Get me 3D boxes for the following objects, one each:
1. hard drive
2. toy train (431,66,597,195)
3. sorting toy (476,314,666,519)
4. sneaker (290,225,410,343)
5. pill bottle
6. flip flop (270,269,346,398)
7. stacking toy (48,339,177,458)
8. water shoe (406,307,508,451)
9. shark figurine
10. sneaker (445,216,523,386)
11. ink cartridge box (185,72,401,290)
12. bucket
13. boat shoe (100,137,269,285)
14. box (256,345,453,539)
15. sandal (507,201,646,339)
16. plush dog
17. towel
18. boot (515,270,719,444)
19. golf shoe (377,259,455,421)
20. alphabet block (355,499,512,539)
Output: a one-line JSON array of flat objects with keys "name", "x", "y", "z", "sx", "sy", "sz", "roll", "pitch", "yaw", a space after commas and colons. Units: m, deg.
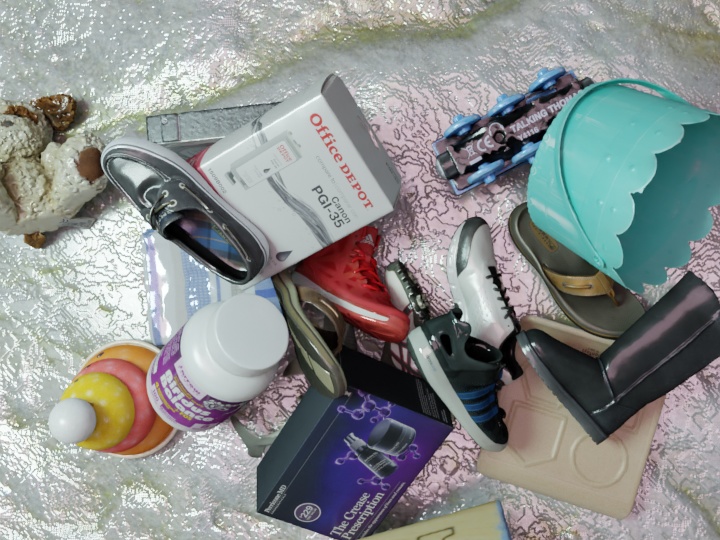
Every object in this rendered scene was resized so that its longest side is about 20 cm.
[{"name": "hard drive", "x": -0.131, "y": -0.160, "z": 1.064, "sx": 0.199, "sy": 0.140, "sz": 0.038, "roll": -6, "pitch": 89, "yaw": 6}, {"name": "toy train", "x": 0.176, "y": -0.156, "z": 1.039, "sx": 0.199, "sy": 0.114, "sz": 0.087, "roll": -28, "pitch": 85, "yaw": 5}, {"name": "sorting toy", "x": 0.248, "y": 0.170, "z": 1.069, "sx": 0.184, "sy": 0.036, "sz": 0.201, "roll": 17, "pitch": 96, "yaw": 7}, {"name": "sneaker", "x": 0.000, "y": 0.000, "z": 1.038, "sx": 0.199, "sy": 0.078, "sz": 0.116, "roll": 24, "pitch": 79, "yaw": 44}, {"name": "pill bottle", "x": -0.156, "y": 0.100, "z": 1.006, "sx": 0.112, "sy": 0.200, "sz": 0.113, "roll": 13, "pitch": 60, "yaw": -24}, {"name": "flip flop", "x": -0.049, "y": 0.054, "z": 0.968, "sx": 0.057, "sy": 0.200, "sz": 0.081, "roll": -17, "pitch": 123, "yaw": -10}, {"name": "stacking toy", "x": -0.295, "y": 0.156, "z": 1.048, "sx": 0.145, "sy": 0.200, "sz": 0.147, "roll": 0, "pitch": 89, "yaw": 6}, {"name": "water shoe", "x": 0.128, "y": 0.123, "z": 0.987, "sx": 0.079, "sy": 0.072, "sz": 0.200, "roll": -34, "pitch": 126, "yaw": 9}, {"name": "shark figurine", "x": -0.048, "y": 0.156, "z": 1.084, "sx": 0.128, "sy": 0.089, "sz": 0.215, "roll": 33, "pitch": 84, "yaw": 39}, {"name": "sneaker", "x": 0.149, "y": 0.038, "z": 1.050, "sx": 0.080, "sy": 0.074, "sz": 0.201, "roll": -1, "pitch": 96, "yaw": 40}, {"name": "ink cartridge box", "x": -0.077, "y": -0.092, "z": 0.969, "sx": 0.199, "sy": 0.083, "sz": 0.147, "roll": -27, "pitch": 109, "yaw": 20}, {"name": "bucket", "x": 0.281, "y": -0.094, "z": 0.960, "sx": 0.135, "sy": 0.207, "sz": 0.208, "roll": 33, "pitch": 93, "yaw": 37}, {"name": "boat shoe", "x": -0.181, "y": -0.054, "z": 0.919, "sx": 0.200, "sy": 0.066, "sz": 0.070, "roll": 41, "pitch": 116, "yaw": -12}, {"name": "box", "x": -0.011, "y": 0.198, "z": 1.018, "sx": 0.141, "sy": 0.079, "sz": 0.201, "roll": 25, "pitch": 115, "yaw": -17}, {"name": "sandal", "x": 0.250, "y": -0.004, "z": 1.047, "sx": 0.082, "sy": 0.055, "sz": 0.200, "roll": -33, "pitch": 81, "yaw": -20}, {"name": "plush dog", "x": -0.417, "y": -0.133, "z": 1.117, "sx": 0.199, "sy": 0.161, "sz": 0.173, "roll": -16, "pitch": 71, "yaw": -21}, {"name": "towel", "x": -0.177, "y": 0.014, "z": 1.097, "sx": 0.199, "sy": 0.024, "sz": 0.148, "roll": -5, "pitch": 89, "yaw": 25}, {"name": "boot", "x": 0.291, "y": 0.072, "z": 0.995, "sx": 0.200, "sy": 0.066, "sz": 0.165, "roll": -39, "pitch": 109, "yaw": 12}, {"name": "golf shoe", "x": 0.052, "y": 0.089, "z": 1.071, "sx": 0.088, "sy": 0.077, "sz": 0.201, "roll": -18, "pitch": 87, "yaw": 12}, {"name": "alphabet block", "x": 0.091, "y": 0.398, "z": 0.975, "sx": 0.199, "sy": 0.197, "sz": 0.196, "roll": -17, "pitch": 109, "yaw": 6}]
